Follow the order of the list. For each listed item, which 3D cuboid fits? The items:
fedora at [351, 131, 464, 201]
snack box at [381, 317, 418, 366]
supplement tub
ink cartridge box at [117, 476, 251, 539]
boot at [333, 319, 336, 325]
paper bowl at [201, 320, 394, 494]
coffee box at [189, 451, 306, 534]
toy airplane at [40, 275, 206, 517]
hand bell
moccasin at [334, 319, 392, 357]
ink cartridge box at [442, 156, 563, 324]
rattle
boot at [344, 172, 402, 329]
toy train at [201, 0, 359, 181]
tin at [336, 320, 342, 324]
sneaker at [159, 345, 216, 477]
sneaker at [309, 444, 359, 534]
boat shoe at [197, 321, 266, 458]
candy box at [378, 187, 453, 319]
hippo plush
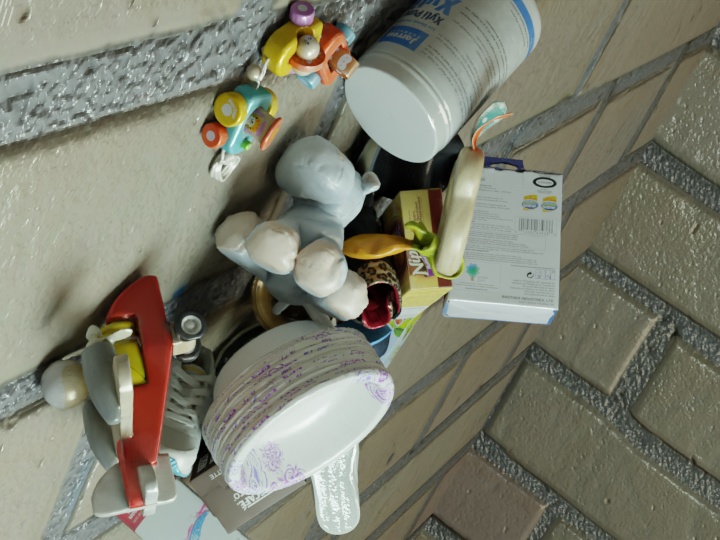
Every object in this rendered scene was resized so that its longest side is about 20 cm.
[{"bbox_3d":[0.066,-0.135,1.603,0.201,0.091,0.201,-48,163,-20],"label":"fedora"},{"bbox_3d":[0.015,0.104,1.831,0.201,0.067,0.169,-55,174,0],"label":"snack box"},{"bbox_3d":[0.091,-0.228,1.421,0.200,0.131,0.133,-47,163,-25],"label":"supplement tub"},{"bbox_3d":[-0.193,0.328,1.598,0.083,0.199,0.146,-49,163,-14],"label":"ink cartridge box"},{"bbox_3d":[-0.077,0.083,1.705,0.200,0.089,0.074,-86,171,-77],"label":"boot"},{"bbox_3d":[-0.071,0.130,1.368,0.199,0.105,0.202,-26,153,-14],"label":"paper bowl"},{"bbox_3d":[-0.129,0.216,1.583,0.114,0.080,0.200,-33,-169,6],"label":"coffee box"},{"bbox_3d":[-0.223,0.125,1.209,0.200,0.139,0.203,-98,-159,-66],"label":"toy airplane"},{"bbox_3d":[-0.065,0.027,1.610,0.105,0.104,0.200,-55,176,4],"label":"hand bell"},{"bbox_3d":[-0.044,0.115,1.558,0.198,0.081,0.069,-13,132,-30],"label":"moccasin"},{"bbox_3d":[0.170,-0.046,1.584,0.076,0.134,0.203,102,-7,-75],"label":"ink cartridge box"},{"bbox_3d":[0.071,-0.099,1.415,0.131,0.141,0.202,-54,160,-47],"label":"rattle"},{"bbox_3d":[0.000,0.000,1.568,0.072,0.152,0.201,-8,148,-12],"label":"boot"},{"bbox_3d":[-0.064,-0.163,1.239,0.201,0.055,0.151,-51,164,-14],"label":"toy train"},{"bbox_3d":[-0.031,0.074,1.858,0.202,0.042,0.112,-59,160,13],"label":"tin"},{"bbox_3d":[-0.192,0.141,1.380,0.201,0.076,0.082,-97,-148,-68],"label":"sneaker"},{"bbox_3d":[-0.036,0.189,1.540,0.116,0.072,0.203,-99,-173,-64],"label":"sneaker"},{"bbox_3d":[-0.150,0.142,1.553,0.199,0.066,0.075,-43,119,-20],"label":"boat shoe"},{"bbox_3d":[0.056,-0.015,1.592,0.055,0.119,0.200,-3,169,-13],"label":"candy box"},{"bbox_3d":[-0.035,-0.043,1.377,0.162,0.158,0.200,-62,148,-16],"label":"hippo plush"}]
